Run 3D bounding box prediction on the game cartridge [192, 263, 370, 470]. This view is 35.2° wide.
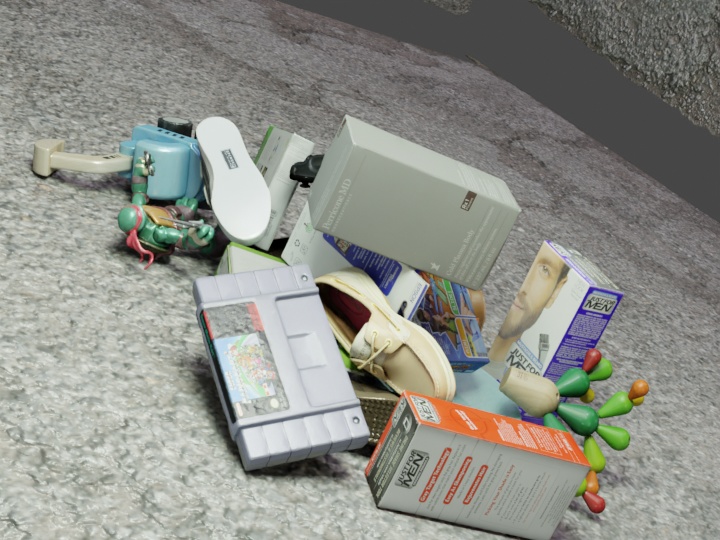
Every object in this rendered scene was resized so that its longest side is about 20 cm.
[{"bbox_3d":[-0.081,0.087,1.094,0.128,0.039,0.202,-5,57,-28],"label":"game cartridge"}]

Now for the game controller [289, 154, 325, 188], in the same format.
[{"bbox_3d":[-0.002,-0.115,1.383,0.103,0.043,0.199,19,13,24],"label":"game controller"}]

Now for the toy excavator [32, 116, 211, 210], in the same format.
[{"bbox_3d":[-0.291,-0.140,1.461,0.192,0.101,0.199,19,19,24],"label":"toy excavator"}]

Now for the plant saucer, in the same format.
[{"bbox_3d":[0.089,0.143,1.303,0.198,0.039,0.202,22,21,-9],"label":"plant saucer"}]

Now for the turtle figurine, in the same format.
[{"bbox_3d":[-0.232,-0.064,1.346,0.150,0.101,0.200,52,10,17],"label":"turtle figurine"}]

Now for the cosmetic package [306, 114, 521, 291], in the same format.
[{"bbox_3d":[0.053,-0.070,1.183,0.197,0.108,0.091,17,24,-19],"label":"cosmetic package"}]

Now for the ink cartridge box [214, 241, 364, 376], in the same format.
[{"bbox_3d":[-0.086,0.066,1.237,0.146,0.076,0.201,19,24,-18],"label":"ink cartridge box"}]

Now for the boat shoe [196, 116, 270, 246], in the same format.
[{"bbox_3d":[-0.157,-0.095,1.374,0.071,0.068,0.201,-13,52,-17],"label":"boat shoe"}]

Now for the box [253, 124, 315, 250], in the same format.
[{"bbox_3d":[-0.118,-0.111,1.461,0.036,0.146,0.200,24,4,-17],"label":"box"}]

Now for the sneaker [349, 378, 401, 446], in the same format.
[{"bbox_3d":[-0.036,0.137,1.161,0.197,0.071,0.075,21,-4,-10],"label":"sneaker"}]

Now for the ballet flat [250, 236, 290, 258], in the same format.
[{"bbox_3d":[-0.109,-0.023,1.464,0.067,0.047,0.199,33,21,21],"label":"ballet flat"}]

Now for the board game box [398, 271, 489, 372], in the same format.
[{"bbox_3d":[0.069,0.020,1.327,0.134,0.034,0.203,6,60,-43],"label":"board game box"}]

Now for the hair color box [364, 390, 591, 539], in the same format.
[{"bbox_3d":[0.115,0.194,1.116,0.197,0.103,0.061,17,22,-23],"label":"hair color box"}]

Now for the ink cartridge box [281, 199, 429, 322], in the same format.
[{"bbox_3d":[0.000,0.000,1.244,0.039,0.100,0.200,3,33,-49],"label":"ink cartridge box"}]

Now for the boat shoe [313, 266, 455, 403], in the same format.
[{"bbox_3d":[0.015,0.073,1.156,0.069,0.074,0.200,-5,39,-44],"label":"boat shoe"}]

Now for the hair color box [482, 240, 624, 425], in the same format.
[{"bbox_3d":[0.228,0.080,1.385,0.064,0.202,0.110,13,23,-31],"label":"hair color box"}]

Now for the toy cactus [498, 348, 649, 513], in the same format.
[{"bbox_3d":[0.237,0.160,1.283,0.163,0.102,0.202,28,58,-3],"label":"toy cactus"}]

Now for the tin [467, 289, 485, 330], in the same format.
[{"bbox_3d":[0.072,0.027,1.460,0.199,0.113,0.042,36,24,30],"label":"tin"}]
